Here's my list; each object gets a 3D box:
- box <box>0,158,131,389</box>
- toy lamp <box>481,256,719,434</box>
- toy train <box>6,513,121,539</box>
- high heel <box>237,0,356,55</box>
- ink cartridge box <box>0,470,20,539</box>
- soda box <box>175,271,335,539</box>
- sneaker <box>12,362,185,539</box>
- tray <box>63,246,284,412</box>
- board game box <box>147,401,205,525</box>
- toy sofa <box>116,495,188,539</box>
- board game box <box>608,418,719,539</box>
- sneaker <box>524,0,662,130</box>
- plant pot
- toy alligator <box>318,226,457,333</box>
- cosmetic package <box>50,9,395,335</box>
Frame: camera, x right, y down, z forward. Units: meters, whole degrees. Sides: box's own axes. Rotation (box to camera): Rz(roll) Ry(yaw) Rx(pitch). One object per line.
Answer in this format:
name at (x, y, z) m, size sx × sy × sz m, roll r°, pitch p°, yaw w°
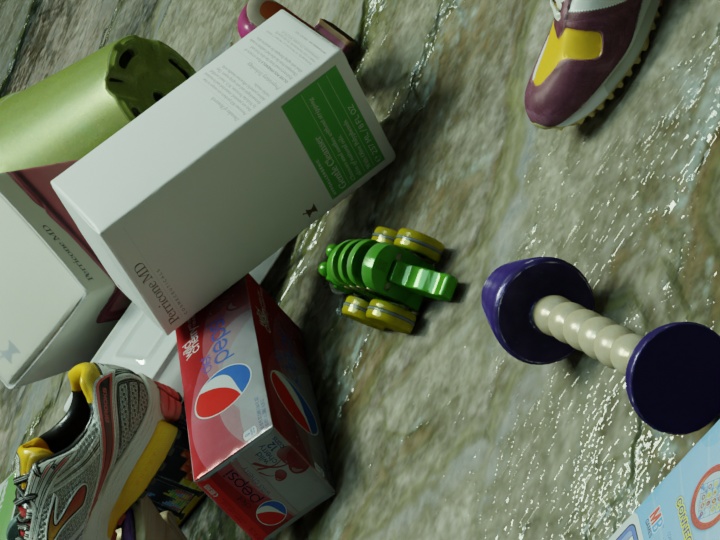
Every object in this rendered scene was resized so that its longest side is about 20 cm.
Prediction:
box at (-0.228, -0.005, 1.648) m, size 0.109 × 0.128 × 0.200 m, roll -48°, pitch -12°, yaw 23°
toy lamp at (0.109, 0.030, 1.022) m, size 0.058 × 0.058 × 0.200 m, roll -65°, pitch 19°, yaw 1°
toy train at (-0.216, 0.249, 1.494) m, size 0.200 × 0.114 × 0.085 m, roll -55°, pitch 29°, yaw 29°
high heel at (-0.061, -0.139, 1.533) m, size 0.096 × 0.067 × 0.200 m, roll -54°, pitch -16°, yaw 11°
ink cartridge box at (-0.292, 0.236, 1.771) m, size 0.200 × 0.059 × 0.104 m, roll -40°, pitch 32°, yaw 49°
soda box at (-0.071, 0.083, 1.364) m, size 0.063 × 0.070 × 0.200 m, roll -36°, pitch 28°, yaw 11°
sneaker at (-0.195, 0.148, 1.346) m, size 0.200 × 0.082 × 0.078 m, roll -62°, pitch 26°, yaw -7°
tray at (-0.133, 0.026, 1.538) m, size 0.107 × 0.022 × 0.200 m, roll 4°, pitch 50°, yaw 41°
board game box at (-0.156, 0.112, 1.585) m, size 0.165 × 0.057 × 0.200 m, roll -50°, pitch 25°, yaw 33°
toy sofa at (-0.152, 0.242, 1.331) m, size 0.083 × 0.098 × 0.200 m, roll -23°, pitch 37°, yaw 15°
board game box at (0.166, 0.131, 0.770) m, size 0.196 × 0.056 × 0.200 m, roll -53°, pitch 24°, yaw 30°
sneaker at (0.127, -0.175, 1.160) m, size 0.200 × 0.090 × 0.075 m, roll -60°, pitch 21°, yaw 13°
plant pot at (-0.233, -0.111, 1.873) m, size 0.190 × 0.200 × 0.200 m, roll -34°, pitch 35°, yaw 36°
toy alligator at (0.000, 0.000, 1.327) m, size 0.059 × 0.054 × 0.200 m, roll -67°, pitch 20°, yaw -6°
cosmetic package at (-0.091, -0.066, 1.412) m, size 0.200 × 0.108 × 0.085 m, roll -40°, pitch 42°, yaw -10°
